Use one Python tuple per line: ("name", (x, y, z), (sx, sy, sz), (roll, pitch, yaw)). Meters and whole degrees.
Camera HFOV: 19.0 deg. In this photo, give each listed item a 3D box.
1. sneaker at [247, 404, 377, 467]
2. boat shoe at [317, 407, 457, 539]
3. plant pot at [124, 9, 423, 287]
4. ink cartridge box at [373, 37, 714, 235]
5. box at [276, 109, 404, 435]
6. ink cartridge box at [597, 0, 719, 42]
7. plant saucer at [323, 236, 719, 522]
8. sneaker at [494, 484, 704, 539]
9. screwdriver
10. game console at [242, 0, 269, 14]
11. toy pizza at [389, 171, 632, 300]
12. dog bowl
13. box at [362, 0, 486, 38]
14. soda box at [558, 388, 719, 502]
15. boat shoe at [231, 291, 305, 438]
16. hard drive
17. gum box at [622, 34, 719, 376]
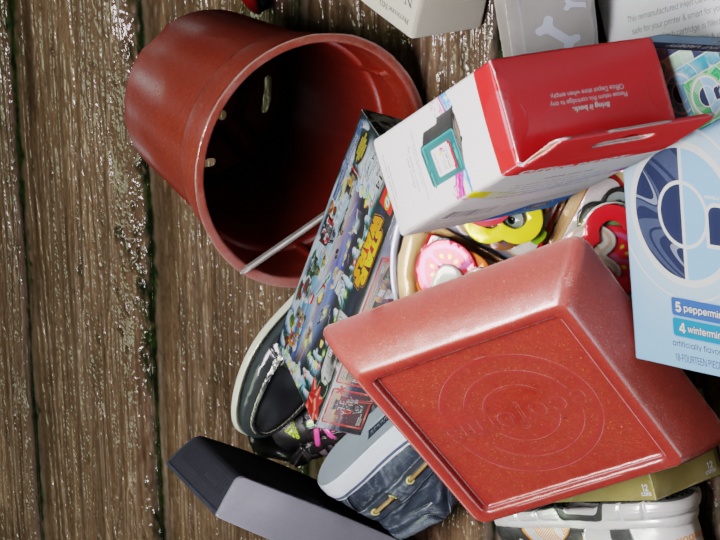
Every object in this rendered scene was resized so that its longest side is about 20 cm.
("sneaker", (-0.027, 0.124, 1.781), (0.200, 0.087, 0.074), (-20, 85, 55))
("boat shoe", (0.063, 0.129, 1.685), (0.200, 0.091, 0.071), (-42, 22, 29))
("plant pot", (-0.081, -0.113, 1.700), (0.195, 0.201, 0.201), (34, 128, 54))
("ink cartridge box", (0.106, -0.084, 1.280), (0.200, 0.116, 0.067), (-29, 74, 61))
("box", (0.000, 0.000, 1.561), (0.137, 0.040, 0.200), (-121, 48, -61))
("ink cartridge box", (0.232, -0.137, 1.335), (0.145, 0.085, 0.200), (-9, 96, 54))
("plant saucer", (0.105, 0.085, 1.396), (0.200, 0.037, 0.200), (-21, 126, 29))
("sneaker", (0.170, 0.197, 1.550), (0.200, 0.074, 0.080), (-8, 98, 56))
("screwdriver", (-0.007, -0.053, 1.626), (0.028, 0.200, 0.029), (53, -179, 31))
("game console", (-0.097, -0.345, 1.772), (0.200, 0.119, 0.172), (57, 172, 25))
("toy pizza", (0.116, 0.000, 1.412), (0.200, 0.032, 0.200), (2, 98, 12))
("dog bowl", (0.115, -0.203, 1.414), (0.200, 0.059, 0.200), (-9, -90, -87))
("box", (0.058, -0.273, 1.539), (0.082, 0.068, 0.200), (41, 132, 39))
("soda box", (0.160, 0.127, 1.540), (0.200, 0.068, 0.064), (-9, 96, 55))
("boat shoe", (-0.028, 0.058, 1.717), (0.199, 0.075, 0.066), (-53, 48, 0))
("hard drive", (-0.049, 0.196, 1.747), (0.042, 0.200, 0.135), (-63, 29, 3))
("gum box", (0.229, -0.034, 1.266), (0.170, 0.045, 0.200), (12, 112, 52))
